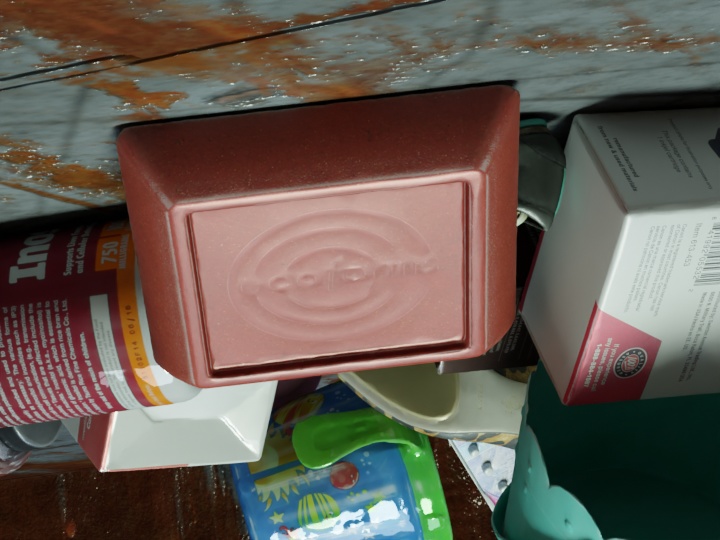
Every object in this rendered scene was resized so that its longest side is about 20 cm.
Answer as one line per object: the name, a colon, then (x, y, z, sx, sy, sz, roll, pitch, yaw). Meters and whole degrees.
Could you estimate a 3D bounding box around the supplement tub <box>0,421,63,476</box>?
supplement tub: (-0.342, 0.125, 2.078, 0.199, 0.108, 0.107, -12, 171, 35)

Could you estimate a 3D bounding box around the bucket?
bucket: (0.175, 0.132, 1.414, 0.206, 0.208, 0.135, -4, 135, -19)

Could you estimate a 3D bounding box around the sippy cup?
sippy cup: (-0.019, 0.137, 1.666, 0.130, 0.179, 0.140, -16, -144, -5)

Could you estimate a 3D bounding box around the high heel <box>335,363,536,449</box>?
high heel: (0.079, 0.084, 1.609, 0.199, 0.072, 0.143, 11, 170, 18)

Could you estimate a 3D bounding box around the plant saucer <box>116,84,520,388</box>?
plant saucer: (-0.015, -0.006, 1.274, 0.198, 0.037, 0.201, -7, 142, -3)

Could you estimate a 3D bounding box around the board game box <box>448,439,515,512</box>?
board game box: (0.155, 0.082, 1.717, 0.199, 0.200, 0.026, -31, -147, 1)

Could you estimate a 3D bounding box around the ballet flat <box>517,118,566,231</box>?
ballet flat: (0.011, -0.034, 1.326, 0.199, 0.069, 0.068, -8, 174, 13)

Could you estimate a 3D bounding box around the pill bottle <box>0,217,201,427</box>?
pill bottle: (-0.197, 0.034, 1.481, 0.199, 0.114, 0.113, -9, 173, 10)

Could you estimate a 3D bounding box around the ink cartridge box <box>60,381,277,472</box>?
ink cartridge box: (-0.150, 0.051, 1.628, 0.116, 0.068, 0.200, -2, -153, -30)

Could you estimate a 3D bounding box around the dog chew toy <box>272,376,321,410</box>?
dog chew toy: (-0.081, 0.058, 1.735, 0.124, 0.125, 0.200, -5, 172, -14)

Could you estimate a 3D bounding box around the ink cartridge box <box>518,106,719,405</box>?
ink cartridge box: (0.204, -0.011, 1.366, 0.199, 0.085, 0.145, -4, 134, -19)

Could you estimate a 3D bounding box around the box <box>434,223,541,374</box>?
box: (0.128, -0.005, 1.473, 0.199, 0.100, 0.075, -5, 136, -18)
